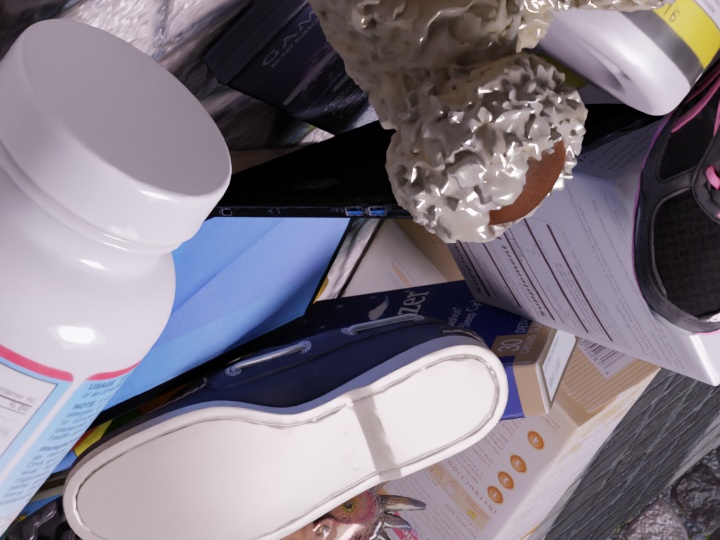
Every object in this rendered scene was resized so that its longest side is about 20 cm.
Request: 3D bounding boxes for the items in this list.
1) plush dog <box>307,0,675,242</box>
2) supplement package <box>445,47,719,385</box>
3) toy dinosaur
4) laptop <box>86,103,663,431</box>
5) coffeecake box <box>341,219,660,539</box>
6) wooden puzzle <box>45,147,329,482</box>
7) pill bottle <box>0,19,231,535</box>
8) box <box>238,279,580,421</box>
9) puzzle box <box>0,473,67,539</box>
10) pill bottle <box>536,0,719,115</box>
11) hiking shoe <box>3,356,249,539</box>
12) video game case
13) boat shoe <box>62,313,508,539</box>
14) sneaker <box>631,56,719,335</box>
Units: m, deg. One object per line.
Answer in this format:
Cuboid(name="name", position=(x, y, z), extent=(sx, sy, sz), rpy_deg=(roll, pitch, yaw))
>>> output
Cuboid(name="plush dog", position=(0.028, -0.138, 0.838), extent=(0.200, 0.160, 0.172), rpy_deg=(-51, 153, -28))
Cuboid(name="supplement package", position=(0.118, -0.042, 1.156), extent=(0.114, 0.110, 0.200), rpy_deg=(-38, -154, -18))
Cuboid(name="toy dinosaur", position=(-0.020, 0.101, 1.276), extent=(0.085, 0.201, 0.136), rpy_deg=(8, 132, -11))
Cuboid(name="laptop", position=(0.000, 0.000, 1.025), extent=(0.199, 0.104, 0.177), rpy_deg=(1, -164, 34))
Cuboid(name="coffeecake box", position=(0.055, 0.065, 1.406), extent=(0.073, 0.154, 0.200), rpy_deg=(-31, 163, -36))
Cuboid(name="wooden puzzle", position=(-0.088, 0.031, 1.141), extent=(0.200, 0.046, 0.185), rpy_deg=(-48, 165, 19))
Cuboid(name="pill bottle", position=(-0.131, 0.017, 0.850), extent=(0.200, 0.109, 0.109), rpy_deg=(-49, 164, 25))
Cuboid(name="box", position=(0.005, 0.045, 1.248), extent=(0.198, 0.033, 0.121), rpy_deg=(-10, -160, 18))
Cuboid(name="puzzle box", position=(-0.204, 0.142, 1.192), extent=(0.133, 0.025, 0.200), rpy_deg=(-47, 166, 21))
Cuboid(name="pill bottle", position=(0.133, -0.170, 0.989), extent=(0.201, 0.111, 0.111), rpy_deg=(-54, 166, -1))
Cuboid(name="hiking shoe", position=(-0.084, 0.099, 1.175), extent=(0.199, 0.076, 0.101), rpy_deg=(-30, 178, -8))
Cuboid(name="video game case", position=(0.020, -0.117, 1.055), extent=(0.143, 0.019, 0.200), rpy_deg=(-45, 165, 8))
Cuboid(name="boat shoe", position=(-0.036, 0.069, 1.112), extent=(0.199, 0.063, 0.073), rpy_deg=(-18, 116, -10))
Cuboid(name="sneaker", position=(0.165, -0.066, 0.987), extent=(0.201, 0.079, 0.095), rpy_deg=(-62, 174, 5))
